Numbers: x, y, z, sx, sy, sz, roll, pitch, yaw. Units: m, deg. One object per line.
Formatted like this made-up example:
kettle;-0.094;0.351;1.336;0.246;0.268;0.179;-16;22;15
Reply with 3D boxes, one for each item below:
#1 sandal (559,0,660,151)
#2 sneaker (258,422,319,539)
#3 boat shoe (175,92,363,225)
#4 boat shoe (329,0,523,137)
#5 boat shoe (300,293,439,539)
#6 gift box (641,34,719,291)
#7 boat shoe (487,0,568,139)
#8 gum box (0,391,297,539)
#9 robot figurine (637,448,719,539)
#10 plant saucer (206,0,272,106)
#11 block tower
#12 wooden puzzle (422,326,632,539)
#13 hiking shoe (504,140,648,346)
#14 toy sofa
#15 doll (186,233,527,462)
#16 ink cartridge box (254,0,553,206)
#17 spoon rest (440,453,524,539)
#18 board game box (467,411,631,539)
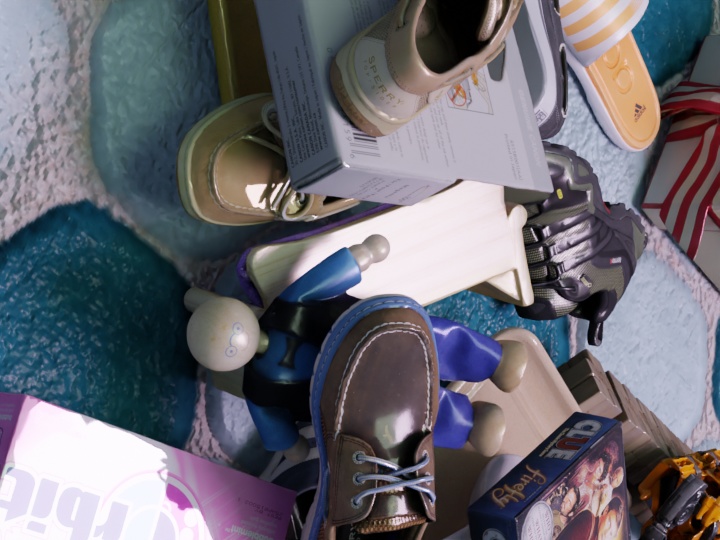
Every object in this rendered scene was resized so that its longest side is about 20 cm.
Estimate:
sandal;0.182;-0.173;1.288;0.079;0.059;0.207;-55;126;-28
sneaker;-0.011;0.119;1.094;0.075;0.084;0.201;45;61;-36
boat shoe;-0.016;-0.067;1.029;0.200;0.063;0.074;-9;98;-44
boat shoe;0.057;-0.142;0.989;0.071;0.064;0.200;50;43;-14
boat shoe;0.013;0.110;0.967;0.072;0.072;0.201;-4;120;-16
gift box;0.334;-0.066;1.357;0.187;0.184;0.201;43;57;-39
boat shoe;0.102;-0.178;1.185;0.066;0.070;0.201;26;48;-58
gum box;-0.132;0.149;0.978;0.199;0.066;0.114;25;73;-37
robot figurine;0.212;0.204;1.268;0.145;0.058;0.201;-3;126;-49
plant saucer;-0.024;-0.164;1.095;0.199;0.048;0.201;-16;104;-43
block tower;0.197;0.133;1.304;0.200;0.058;0.054;43;19;-38
wooden puzzle;0.076;0.163;1.201;0.200;0.037;0.185;-44;121;-18
hiking shoe;0.128;-0.020;1.230;0.200;0.075;0.101;31;67;-42
toy sofa;0.000;0.000;1.074;0.199;0.083;0.098;-23;110;-28
doll;-0.005;0.047;1.000;0.199;0.048;0.137;12;101;-28
ink cartridge box;0.019;-0.135;1.028;0.173;0.043;0.201;6;66;-45
spoon rest;0.078;0.171;1.112;0.200;0.061;0.100;-14;76;-51
board game box;0.123;0.206;1.097;0.135;0.034;0.201;-34;122;-49
